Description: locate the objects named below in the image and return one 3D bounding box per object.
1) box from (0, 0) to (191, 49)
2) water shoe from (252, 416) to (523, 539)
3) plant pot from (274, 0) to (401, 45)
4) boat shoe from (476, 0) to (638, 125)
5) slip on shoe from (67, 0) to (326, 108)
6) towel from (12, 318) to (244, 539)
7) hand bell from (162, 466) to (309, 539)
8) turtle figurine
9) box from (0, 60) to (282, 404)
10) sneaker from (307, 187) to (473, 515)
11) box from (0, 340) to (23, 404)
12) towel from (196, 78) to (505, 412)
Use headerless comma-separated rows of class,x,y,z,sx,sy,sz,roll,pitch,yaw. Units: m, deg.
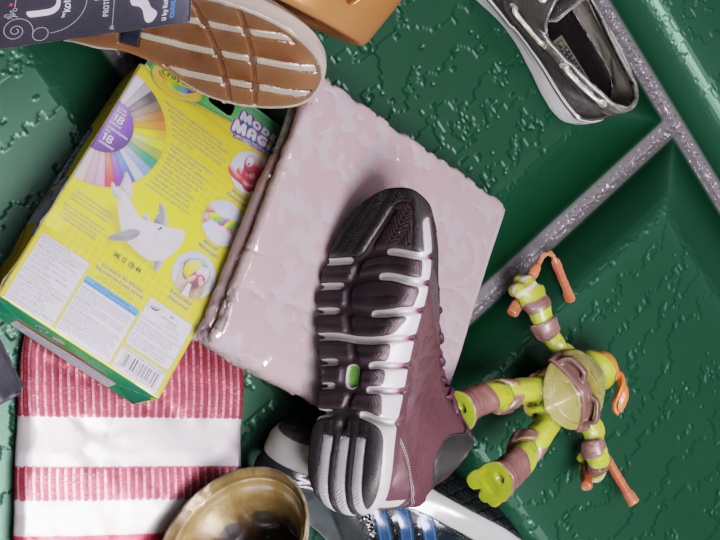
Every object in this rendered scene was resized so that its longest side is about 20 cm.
box,-0.176,-0.233,0.785,0.115,0.200,0.132,-15,140,-26
water shoe,0.014,0.163,0.970,0.200,0.072,0.079,26,99,-19
plant pot,-0.030,-0.229,0.890,0.200,0.200,0.140,24,94,-24
boat shoe,0.131,-0.193,1.027,0.071,0.064,0.200,-44,107,-20
slip on shoe,-0.115,-0.156,0.871,0.200,0.076,0.061,13,43,-5
towel,-0.144,0.121,0.909,0.144,0.023,0.201,3,86,-24
hand bell,-0.032,0.220,0.922,0.104,0.104,0.200,-53,134,-18
turtle figurine,0.136,0.098,1.005,0.161,0.064,0.200,-28,104,-39
box,-0.130,-0.033,0.892,0.117,0.048,0.200,36,66,-19
sneaker,0.029,0.055,0.914,0.115,0.076,0.200,18,81,-51
box,-0.290,0.006,0.791,0.122,0.106,0.200,-30,101,-26
towel,0.000,0.000,0.946,0.200,0.032,0.191,32,70,-38
